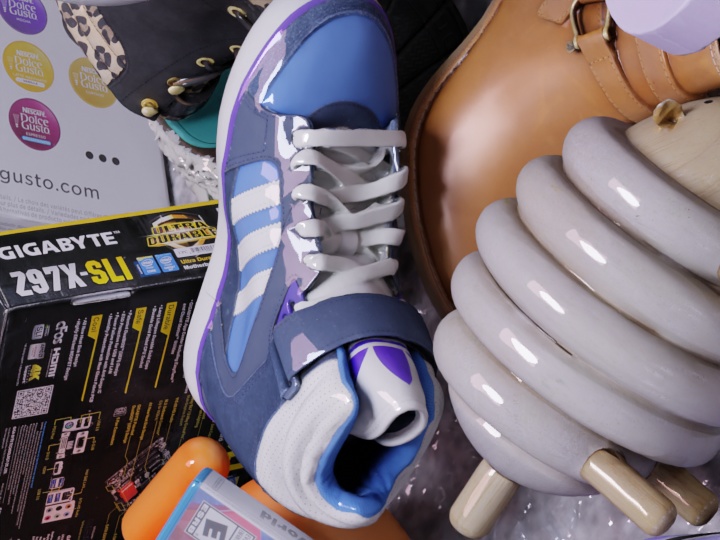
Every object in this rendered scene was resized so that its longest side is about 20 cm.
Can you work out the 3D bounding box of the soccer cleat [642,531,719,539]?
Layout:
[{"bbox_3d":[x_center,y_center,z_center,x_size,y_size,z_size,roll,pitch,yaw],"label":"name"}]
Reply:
[{"bbox_3d":[0.165,0.113,0.935,0.077,0.067,0.200,-55,26,-18],"label":"soccer cleat"}]

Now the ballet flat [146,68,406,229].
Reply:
[{"bbox_3d":[-0.047,-0.037,1.251,0.200,0.071,0.072,43,115,50],"label":"ballet flat"}]

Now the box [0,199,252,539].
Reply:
[{"bbox_3d":[-0.107,0.063,1.175,0.049,0.159,0.201,54,142,36],"label":"box"}]

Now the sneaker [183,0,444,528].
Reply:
[{"bbox_3d":[0.000,0.000,1.043,0.146,0.080,0.201,39,119,51],"label":"sneaker"}]

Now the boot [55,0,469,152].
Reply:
[{"bbox_3d":[-0.045,-0.106,1.194,0.150,0.200,0.073,-31,16,53],"label":"boot"}]

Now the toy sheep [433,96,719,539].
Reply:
[{"bbox_3d":[0.095,0.021,0.989,0.200,0.138,0.138,-54,41,11],"label":"toy sheep"}]

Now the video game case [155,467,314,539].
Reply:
[{"bbox_3d":[-0.015,0.188,1.067,0.143,0.199,0.018,-57,-3,26],"label":"video game case"}]

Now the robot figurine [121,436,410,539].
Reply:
[{"bbox_3d":[-0.052,0.158,1.142,0.200,0.116,0.144,-34,36,26],"label":"robot figurine"}]

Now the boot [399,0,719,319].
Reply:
[{"bbox_3d":[0.095,-0.070,1.062,0.154,0.073,0.201,1,84,49],"label":"boot"}]

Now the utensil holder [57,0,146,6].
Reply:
[{"bbox_3d":[-0.075,-0.198,1.004,0.200,0.169,0.171,171,107,-69],"label":"utensil holder"}]

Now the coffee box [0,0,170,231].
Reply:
[{"bbox_3d":[-0.242,-0.069,1.405,0.200,0.199,0.199,-38,51,43],"label":"coffee box"}]

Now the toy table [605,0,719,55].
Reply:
[{"bbox_3d":[0.088,-0.180,0.956,0.184,0.117,0.201,-55,18,31],"label":"toy table"}]
